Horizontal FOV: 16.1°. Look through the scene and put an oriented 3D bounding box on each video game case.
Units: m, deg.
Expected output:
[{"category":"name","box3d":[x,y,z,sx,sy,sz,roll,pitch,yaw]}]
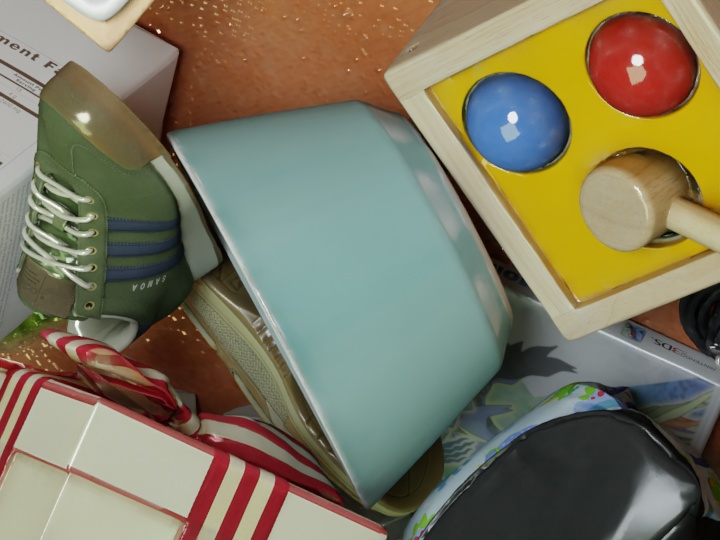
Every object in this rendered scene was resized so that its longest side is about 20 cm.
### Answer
[{"category":"video game case","box3d":[0.083,0.090,1.345,0.182,0.022,0.200,25,129,9]}]

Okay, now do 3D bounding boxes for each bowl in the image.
[{"category":"bowl","box3d":[0.000,0.000,1.196,0.105,0.201,0.201,-29,111,-4]}]

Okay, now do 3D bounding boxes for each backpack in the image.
[{"category":"backpack","box3d":[0.103,0.125,1.218,0.163,0.200,0.154,-43,62,14]}]

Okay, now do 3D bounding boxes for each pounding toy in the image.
[{"category":"pounding toy","box3d":[0.142,-0.055,1.136,0.184,0.142,0.200,-24,109,37]}]

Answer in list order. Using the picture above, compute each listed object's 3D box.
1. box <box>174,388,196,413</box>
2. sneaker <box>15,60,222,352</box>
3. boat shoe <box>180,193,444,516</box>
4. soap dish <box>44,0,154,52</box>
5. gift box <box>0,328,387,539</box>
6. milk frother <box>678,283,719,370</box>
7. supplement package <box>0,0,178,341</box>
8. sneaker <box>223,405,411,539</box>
[{"category":"box","box3d":[-0.140,0.168,1.401,0.095,0.078,0.201,-18,70,35]},{"category":"sneaker","box3d":[-0.126,-0.016,1.203,0.067,0.090,0.200,38,169,22]},{"category":"boat shoe","box3d":[-0.034,0.049,1.328,0.201,0.073,0.063,47,149,8]},{"category":"soap dish","box3d":[-0.140,-0.224,1.165,0.200,0.081,0.157,40,98,-3]},{"category":"gift box","box3d":[-0.126,0.133,1.165,0.184,0.187,0.200,29,172,-35]},{"category":"milk frother","box3d":[0.226,0.104,1.171,0.199,0.188,0.181,9,123,18]},{"category":"supplement package","box3d":[-0.200,-0.049,1.266,0.120,0.200,0.121,29,130,14]},{"category":"sneaker","box3d":[-0.017,0.159,1.371,0.200,0.076,0.081,48,146,38]}]
